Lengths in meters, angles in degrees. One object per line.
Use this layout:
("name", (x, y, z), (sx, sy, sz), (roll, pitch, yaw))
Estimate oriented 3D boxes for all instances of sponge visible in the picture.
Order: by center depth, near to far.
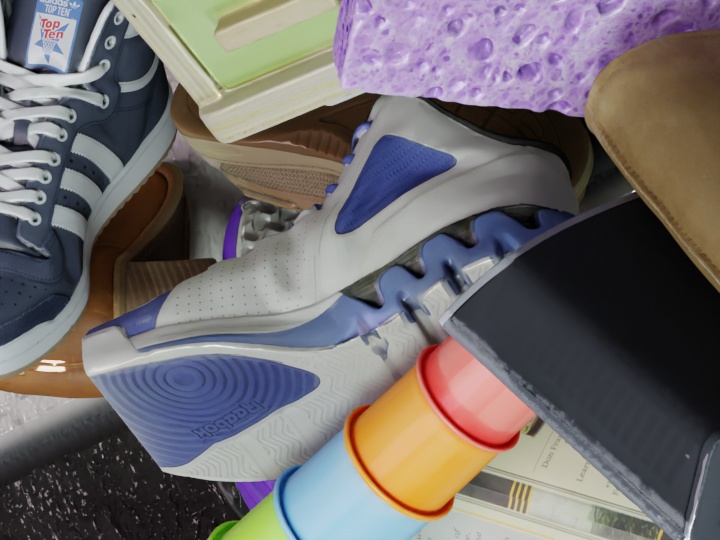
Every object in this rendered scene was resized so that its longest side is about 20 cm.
("sponge", (0.096, -0.101, 1.020), (0.030, 0.200, 0.112), (-97, 17, -52))

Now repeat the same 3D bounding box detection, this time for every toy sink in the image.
("toy sink", (-0.015, -0.130, 1.103), (0.130, 0.112, 0.200), (-19, 122, 36))

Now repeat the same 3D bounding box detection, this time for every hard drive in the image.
("hard drive", (0.139, 0.018, 0.999), (0.135, 0.200, 0.042), (43, 131, 32))

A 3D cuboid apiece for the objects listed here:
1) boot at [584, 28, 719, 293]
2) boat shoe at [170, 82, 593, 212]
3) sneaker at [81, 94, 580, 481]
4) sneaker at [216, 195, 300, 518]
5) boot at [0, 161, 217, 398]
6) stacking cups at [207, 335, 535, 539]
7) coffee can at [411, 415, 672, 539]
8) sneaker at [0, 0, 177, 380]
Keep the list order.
("boot", (0.188, -0.006, 0.959), (0.200, 0.175, 0.066), (-118, 36, -47))
("boat shoe", (0.015, -0.049, 1.233), (0.200, 0.071, 0.065), (15, 152, 36))
("sneaker", (0.001, 0.000, 1.121), (0.199, 0.115, 0.081), (-18, 131, 14))
("sneaker", (-0.035, 0.063, 1.329), (0.099, 0.070, 0.200), (-8, 99, 53))
("boot", (-0.148, 0.008, 1.328), (0.200, 0.155, 0.077), (-118, 27, -62))
("stacking cups", (0.005, 0.083, 1.084), (0.200, 0.060, 0.061), (-42, 72, 28))
("coffee can", (0.113, 0.098, 1.108), (0.200, 0.146, 0.147), (14, 116, 46))
("sneaker", (-0.135, -0.052, 1.234), (0.070, 0.200, 0.109), (11, 133, 16))
